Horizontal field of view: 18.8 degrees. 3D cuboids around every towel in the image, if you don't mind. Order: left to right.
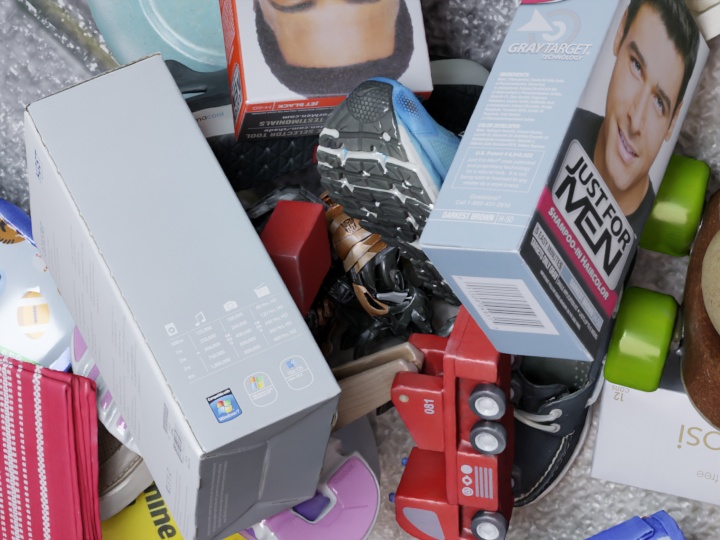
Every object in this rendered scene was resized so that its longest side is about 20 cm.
[{"bbox_3d":[-0.226,0.096,1.212,0.200,0.022,0.145,16,121,28],"label":"towel"}]

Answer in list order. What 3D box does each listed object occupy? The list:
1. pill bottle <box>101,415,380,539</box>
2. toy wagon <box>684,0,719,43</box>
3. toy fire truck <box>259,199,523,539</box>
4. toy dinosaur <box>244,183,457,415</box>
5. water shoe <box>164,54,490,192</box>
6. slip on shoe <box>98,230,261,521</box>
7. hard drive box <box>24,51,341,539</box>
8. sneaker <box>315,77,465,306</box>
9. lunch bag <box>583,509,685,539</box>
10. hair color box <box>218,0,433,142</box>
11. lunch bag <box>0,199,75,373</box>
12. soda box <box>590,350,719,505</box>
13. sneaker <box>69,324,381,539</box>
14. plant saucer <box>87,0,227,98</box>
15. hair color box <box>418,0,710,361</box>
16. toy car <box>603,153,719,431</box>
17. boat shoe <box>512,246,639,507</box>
[{"bbox_3d":[-0.094,0.130,1.305,0.200,0.112,0.113,-20,101,21],"label":"pill bottle"},{"bbox_3d":[0.180,-0.223,1.151,0.155,0.040,0.200,18,111,10],"label":"toy wagon"},{"bbox_3d":[0.015,0.062,1.168,0.141,0.049,0.200,8,129,14],"label":"toy fire truck"},{"bbox_3d":[0.000,0.000,1.222,0.200,0.102,0.136,-19,121,19],"label":"toy dinosaur"},{"bbox_3d":[-0.021,-0.101,1.202,0.079,0.200,0.072,64,152,31],"label":"water shoe"},{"bbox_3d":[-0.121,0.052,1.259,0.200,0.076,0.061,-52,129,-12],"label":"slip on shoe"},{"bbox_3d":[-0.093,0.019,1.092,0.077,0.156,0.200,-24,71,-16],"label":"hard drive box"},{"bbox_3d":[0.047,-0.050,1.140,0.078,0.200,0.090,19,74,34],"label":"sneaker"},{"bbox_3d":[0.131,0.253,1.247,0.170,0.124,0.200,-23,108,-10],"label":"lunch bag"},{"bbox_3d":[-0.027,-0.174,1.149,0.101,0.061,0.201,-5,75,-11],"label":"hair color box"},{"bbox_3d":[-0.260,0.040,1.310,0.170,0.124,0.200,40,113,-1],"label":"lunch bag"},{"bbox_3d":[0.234,0.097,1.222,0.199,0.068,0.064,11,110,13],"label":"soda box"},{"bbox_3d":[-0.078,0.094,1.195,0.200,0.088,0.081,40,74,10],"label":"sneaker"},{"bbox_3d":[-0.074,-0.172,1.242,0.200,0.039,0.202,5,109,15],"label":"plant saucer"},{"bbox_3d":[0.108,-0.065,1.108,0.061,0.200,0.099,4,148,34],"label":"hair color box"},{"bbox_3d":[0.222,-0.007,1.102,0.164,0.200,0.158,14,72,6],"label":"toy car"},{"bbox_3d":[0.104,0.054,1.250,0.075,0.060,0.200,16,111,11],"label":"boat shoe"}]
